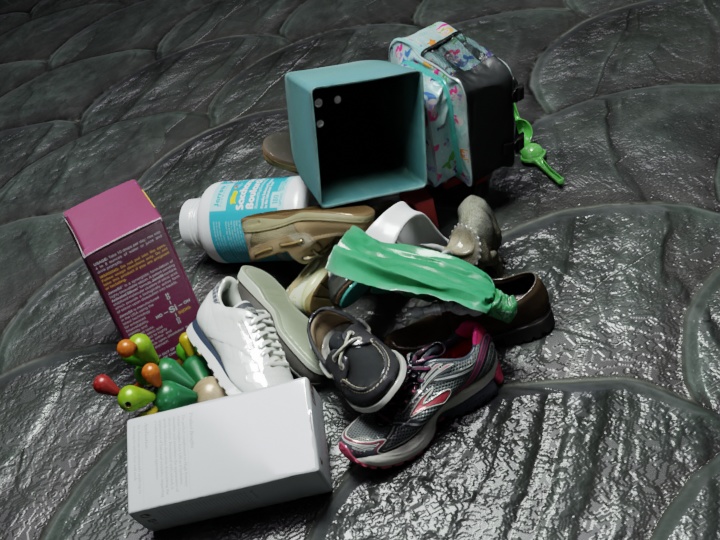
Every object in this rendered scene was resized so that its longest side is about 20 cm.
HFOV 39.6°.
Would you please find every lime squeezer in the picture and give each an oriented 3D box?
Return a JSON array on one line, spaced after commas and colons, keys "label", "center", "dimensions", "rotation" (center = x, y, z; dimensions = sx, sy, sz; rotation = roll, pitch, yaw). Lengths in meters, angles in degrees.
[{"label": "lime squeezer", "center": [0.236, -0.185, 1.389], "dimensions": [0.037, 0.071, 0.203], "rotation": [-11, 61, -20]}]

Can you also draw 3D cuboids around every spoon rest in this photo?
[{"label": "spoon rest", "center": [0.064, -0.048, 1.205], "dimensions": [0.099, 0.061, 0.199], "rotation": [34, 14, 16]}]

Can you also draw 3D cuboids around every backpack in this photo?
[{"label": "backpack", "center": [0.105, -0.219, 1.303], "dimensions": [0.148, 0.180, 0.201], "rotation": [-22, 42, -12]}]

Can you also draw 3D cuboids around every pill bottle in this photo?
[{"label": "pill bottle", "center": [-0.146, -0.067, 1.358], "dimensions": [0.196, 0.112, 0.112], "rotation": [-2, 36, 22]}]

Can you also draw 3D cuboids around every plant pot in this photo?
[{"label": "plant pot", "center": [-0.021, -0.187, 1.249], "dimensions": [0.138, 0.144, 0.200], "rotation": [-12, 24, -17]}]

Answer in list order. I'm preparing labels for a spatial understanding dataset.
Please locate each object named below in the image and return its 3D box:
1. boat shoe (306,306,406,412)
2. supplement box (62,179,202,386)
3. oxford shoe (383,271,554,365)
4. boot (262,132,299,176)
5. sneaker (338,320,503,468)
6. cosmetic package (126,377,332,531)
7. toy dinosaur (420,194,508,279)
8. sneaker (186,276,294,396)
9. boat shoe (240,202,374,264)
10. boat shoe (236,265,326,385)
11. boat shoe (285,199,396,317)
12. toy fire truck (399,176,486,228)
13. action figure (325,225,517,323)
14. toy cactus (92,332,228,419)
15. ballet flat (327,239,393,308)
[{"label": "boat shoe", "center": [-0.009, 0.085, 1.039], "dimensions": [0.074, 0.060, 0.200], "rotation": [-45, 20, 1]}, {"label": "supplement box", "center": [-0.268, 0.015, 1.221], "dimensions": [0.102, 0.203, 0.131], "rotation": [-27, 35, -13]}, {"label": "oxford shoe", "center": [0.110, 0.048, 1.101], "dimensions": [0.196, 0.085, 0.073], "rotation": [-21, 35, -1]}, {"label": "boot", "center": [-0.063, -0.138, 1.382], "dimensions": [0.198, 0.076, 0.074], "rotation": [5, 46, -44]}, {"label": "sneaker", "center": [0.056, 0.125, 1.026], "dimensions": [0.199, 0.076, 0.080], "rotation": [-35, 37, -22]}, {"label": "cosmetic package", "center": [-0.132, 0.186, 1.005], "dimensions": [0.196, 0.074, 0.103], "rotation": [-12, 60, 6]}, {"label": "toy dinosaur", "center": [0.141, -0.043, 1.196], "dimensions": [0.075, 0.104, 0.201], "rotation": [0, 39, 24]}, {"label": "sneaker", "center": [-0.120, 0.090, 1.111], "dimensions": [0.200, 0.076, 0.081], "rotation": [42, 104, 33]}, {"label": "boat shoe", "center": [-0.062, -0.044, 1.224], "dimensions": [0.197, 0.066, 0.071], "rotation": [-2, 9, 39]}, {"label": "boat shoe", "center": [-0.096, 0.075, 1.184], "dimensions": [0.061, 0.071, 0.201], "rotation": [-58, 46, 17]}, {"label": "boat shoe", "center": [-0.020, -0.019, 1.271], "dimensions": [0.062, 0.074, 0.202], "rotation": [12, 54, 41]}, {"label": "toy fire truck", "center": [0.098, -0.138, 1.397], "dimensions": [0.139, 0.049, 0.200], "rotation": [-24, 35, -9]}, {"label": "action figure", "center": [0.068, 0.013, 1.038], "dimensions": [0.196, 0.056, 0.119], "rotation": [17, 31, 8]}, {"label": "toy cactus", "center": [-0.201, 0.133, 1.110], "dimensions": [0.163, 0.104, 0.200], "rotation": [25, 4, 6]}, {"label": "ballet flat", "center": [0.000, 0.000, 1.166], "dimensions": [0.068, 0.068, 0.199], "rotation": [45, 19, 15]}]
